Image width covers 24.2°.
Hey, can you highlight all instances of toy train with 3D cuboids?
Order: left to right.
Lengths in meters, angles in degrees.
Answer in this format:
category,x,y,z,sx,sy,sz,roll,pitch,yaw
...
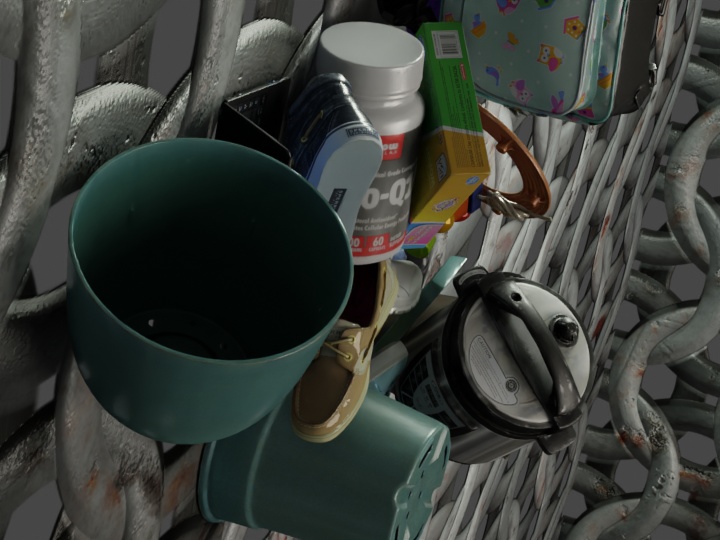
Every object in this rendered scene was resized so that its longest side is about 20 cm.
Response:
category,x,y,z,sx,sy,sz,roll,pitch,yaw
toy train,0.084,-0.057,1.735,0.116,0.200,0.085,-54,159,-31

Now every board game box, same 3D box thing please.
category,x,y,z,sx,sy,sz,roll,pitch,yaw
board game box,0.061,-0.124,1.606,0.200,0.040,0.153,128,-45,-65

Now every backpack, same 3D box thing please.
category,x,y,z,sx,sy,sz,roll,pitch,yaw
backpack,0.168,-0.233,1.592,0.153,0.200,0.176,-17,118,-48

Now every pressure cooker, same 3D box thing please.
category,x,y,z,sx,sy,sz,roll,pitch,yaw
pressure cooker,0.144,0.099,1.758,0.200,0.176,0.179,-36,-146,58

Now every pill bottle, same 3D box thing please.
category,x,y,z,sx,sy,sz,roll,pitch,yaw
pill bottle,-0.002,-0.117,1.546,0.114,0.114,0.200,-47,151,-53

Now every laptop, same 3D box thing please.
category,x,y,z,sx,sy,sz,roll,pitch,yaw
laptop,-0.077,-0.050,1.404,0.200,0.103,0.178,-34,140,-63

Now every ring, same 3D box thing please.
category,x,y,z,sx,sy,sz,roll,pitch,yaw
ring,0.116,-0.122,1.773,0.019,0.200,0.201,-50,157,-17

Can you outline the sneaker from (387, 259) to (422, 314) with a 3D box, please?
category,x,y,z,sx,sy,sz,roll,pitch,yaw
sneaker,0.000,0.000,1.695,0.200,0.074,0.087,-5,105,-54

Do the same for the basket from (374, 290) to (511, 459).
category,x,y,z,sx,sy,sz,roll,pitch,yaw
basket,0.108,0.101,1.962,0.136,0.200,0.181,67,45,-71

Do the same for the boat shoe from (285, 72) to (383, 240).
category,x,y,z,sx,sy,sz,roll,pitch,yaw
boat shoe,-0.041,-0.074,1.468,0.071,0.091,0.200,5,135,-29

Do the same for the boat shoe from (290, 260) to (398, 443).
category,x,y,z,sx,sy,sz,roll,pitch,yaw
boat shoe,-0.022,0.063,1.576,0.066,0.074,0.200,71,32,-55

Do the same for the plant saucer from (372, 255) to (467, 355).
category,x,y,z,sx,sy,sz,roll,pitch,yaw
plant saucer,0.047,0.057,1.827,0.200,0.019,0.070,-53,177,41

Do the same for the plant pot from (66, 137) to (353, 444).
category,x,y,z,sx,sy,sz,roll,pitch,yaw
plant pot,-0.121,0.032,1.220,0.201,0.200,0.161,-55,171,-41

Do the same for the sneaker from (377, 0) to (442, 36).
category,x,y,z,sx,sy,sz,roll,pitch,yaw
sneaker,0.052,-0.264,1.650,0.100,0.069,0.200,-52,151,-31

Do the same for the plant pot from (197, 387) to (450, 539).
category,x,y,z,sx,sy,sz,roll,pitch,yaw
plant pot,-0.028,0.189,1.657,0.200,0.196,0.200,-56,158,-37

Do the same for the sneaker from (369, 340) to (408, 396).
category,x,y,z,sx,sy,sz,roll,pitch,yaw
sneaker,0.003,0.155,1.779,0.200,0.082,0.074,-49,172,36

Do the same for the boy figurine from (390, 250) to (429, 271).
category,x,y,z,sx,sy,sz,roll,pitch,yaw
boy figurine,0.008,0.035,1.825,0.200,0.064,0.125,-51,164,-53
